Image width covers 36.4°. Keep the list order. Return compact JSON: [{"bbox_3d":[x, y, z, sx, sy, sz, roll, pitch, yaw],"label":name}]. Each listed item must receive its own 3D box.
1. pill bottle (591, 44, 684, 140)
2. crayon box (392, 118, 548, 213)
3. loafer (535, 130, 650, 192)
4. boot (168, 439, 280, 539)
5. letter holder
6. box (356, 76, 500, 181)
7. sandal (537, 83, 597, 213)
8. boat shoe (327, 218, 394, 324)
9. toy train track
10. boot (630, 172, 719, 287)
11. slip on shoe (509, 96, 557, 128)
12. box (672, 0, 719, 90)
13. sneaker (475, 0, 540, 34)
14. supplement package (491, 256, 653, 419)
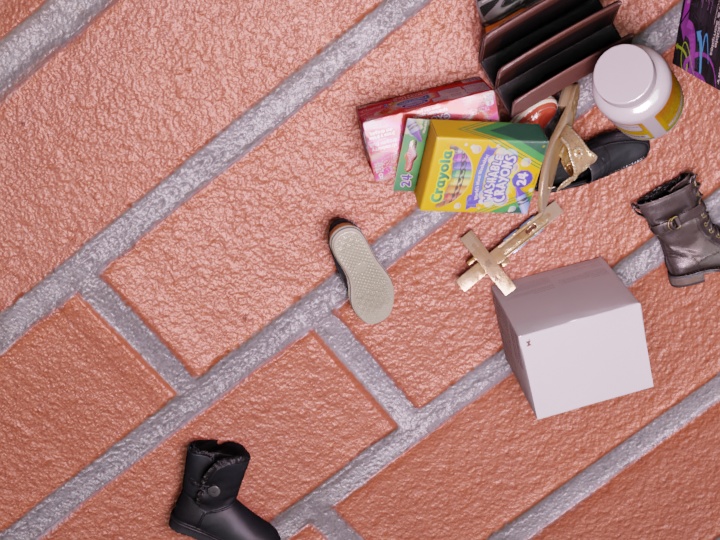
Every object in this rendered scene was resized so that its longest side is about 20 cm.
[{"bbox_3d":[0.392,-0.257,1.559,0.110,0.200,0.112,-2,85,24],"label":"pill bottle"},{"bbox_3d":[0.155,-0.147,1.561,0.198,0.052,0.127,1,129,-13],"label":"crayon box"},{"bbox_3d":[0.348,-0.160,1.667,0.199,0.071,0.069,-15,127,0],"label":"loafer"},{"bbox_3d":[-0.208,0.375,1.813,0.198,0.077,0.169,18,112,-6],"label":"boot"},{"bbox_3d":[0.277,-0.322,1.540,0.199,0.142,0.101,-29,82,0],"label":"letter holder"},{"bbox_3d":[0.101,-0.209,1.610,0.198,0.100,0.096,-14,112,-1],"label":"box"},{"bbox_3d":[0.314,-0.180,1.600,0.069,0.078,0.213,9,68,19],"label":"sandal"},{"bbox_3d":[0.000,0.000,1.702,0.074,0.062,0.201,-26,127,-1],"label":"boat shoe"},{"bbox_3d":[0.234,-0.038,1.726,0.200,0.033,0.115,-39,87,2],"label":"toy train track"},{"bbox_3d":[0.544,-0.077,1.725,0.199,0.069,0.175,-23,112,5],"label":"boot"},{"bbox_3d":[0.236,-0.173,1.646,0.201,0.061,0.074,-55,149,14],"label":"slip on shoe"},{"bbox_3d":[0.501,-0.343,1.548,0.036,0.200,0.144,2,111,-7],"label":"box"},{"bbox_3d":[0.254,-0.410,1.567,0.199,0.078,0.078,-30,87,-3],"label":"sneaker"},{"bbox_3d":[0.325,0.100,1.699,0.189,0.200,0.148,-15,112,1],"label":"supplement package"}]
